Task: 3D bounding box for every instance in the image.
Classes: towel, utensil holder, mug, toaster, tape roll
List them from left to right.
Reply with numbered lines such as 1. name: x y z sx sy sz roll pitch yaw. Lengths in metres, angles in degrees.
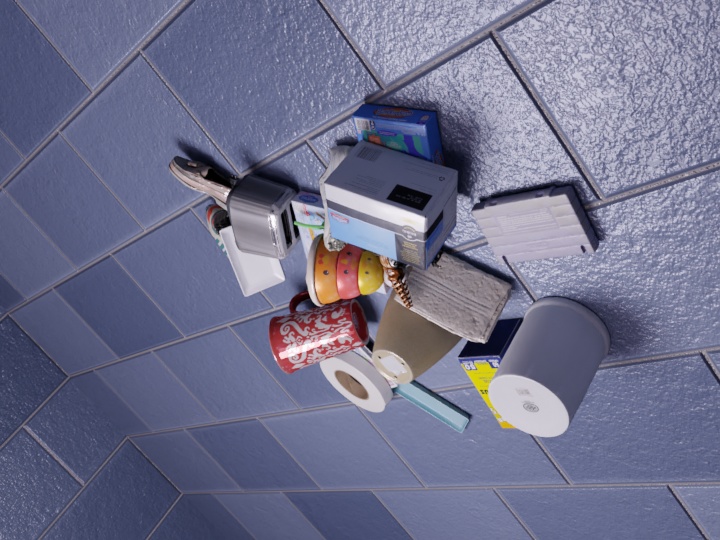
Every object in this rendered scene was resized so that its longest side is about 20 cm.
1. toaster: -0.200 -0.116 1.789 0.128 0.114 0.202 16 136 22
2. mug: -0.095 0.121 1.904 0.198 0.133 0.180 -17 80 17
3. tape roll: -0.011 0.267 2.060 0.202 0.037 0.204 32 152 19
4. towel: 0.180 0.045 1.616 0.198 0.133 0.035 28 171 17
5. utensil holder: 0.346 0.179 1.550 0.168 0.201 0.171 23 142 19

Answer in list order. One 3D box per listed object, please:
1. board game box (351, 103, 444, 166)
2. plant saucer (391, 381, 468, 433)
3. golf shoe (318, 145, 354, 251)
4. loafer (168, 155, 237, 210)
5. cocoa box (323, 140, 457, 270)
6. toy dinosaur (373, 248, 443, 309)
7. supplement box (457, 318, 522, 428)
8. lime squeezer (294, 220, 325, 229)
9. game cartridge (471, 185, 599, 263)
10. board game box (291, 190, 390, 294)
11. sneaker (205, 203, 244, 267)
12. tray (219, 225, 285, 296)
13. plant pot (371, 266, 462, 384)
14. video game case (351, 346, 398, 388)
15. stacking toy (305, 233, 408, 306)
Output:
1. board game box: 0.076 -0.196 1.514 0.151 0.045 0.202 14 137 30
2. plant saucer: 0.167 0.314 2.007 0.199 0.019 0.070 30 143 12
3. golf shoe: -0.042 -0.140 1.607 0.097 0.078 0.202 23 102 38
4. loafer: -0.326 -0.200 1.855 0.199 0.072 0.063 33 128 -3
5. cocoa box: 0.056 -0.114 1.468 0.198 0.134 0.132 20 142 23
6. toy dinosaur: 0.083 -0.036 1.612 0.134 0.102 0.202 -12 103 33
7. supplement box: 0.303 0.210 1.697 0.108 0.110 0.201 -9 123 46
8. lime squeezer: -0.056 -0.106 1.665 0.199 0.038 0.071 -29 85 34
9. game cartridge: 0.299 -0.078 1.458 0.199 0.038 0.131 -7 121 45
10. board game box: -0.036 -0.059 1.763 0.198 0.041 0.202 16 138 28
11. sneaker: -0.302 -0.077 1.972 0.093 0.070 0.201 41 163 46
12. tray: -0.249 -0.037 1.945 0.022 0.106 0.202 -121 12 -50
13. plant pot: 0.109 0.123 1.697 0.186 0.200 0.189 23 141 20
14. video game case: -0.006 0.213 2.032 0.200 0.018 0.143 46 154 -9
15. stacking toy: 0.000 0.000 1.685 0.197 0.147 0.147 1 133 14
